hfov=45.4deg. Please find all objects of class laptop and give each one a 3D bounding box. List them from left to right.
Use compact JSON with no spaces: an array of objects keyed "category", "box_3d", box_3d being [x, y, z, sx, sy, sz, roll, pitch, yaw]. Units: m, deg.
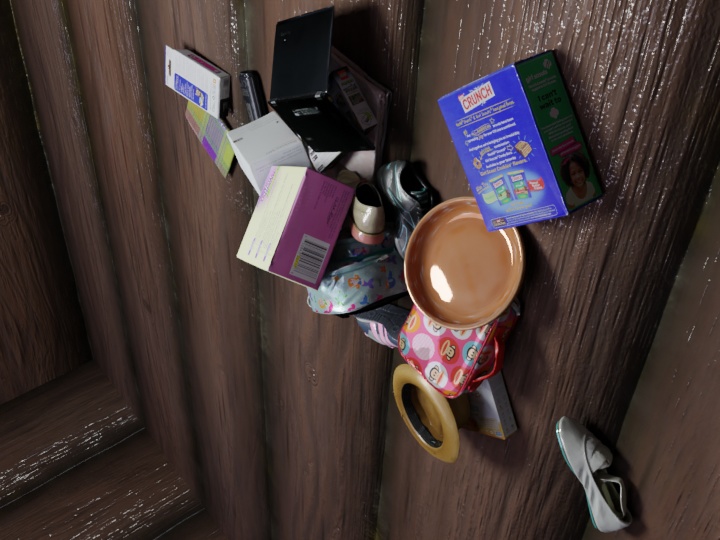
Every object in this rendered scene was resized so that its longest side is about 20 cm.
[{"category":"laptop","box_3d":[-0.060,-0.304,1.410,0.200,0.117,0.186,44,162,-30]}]

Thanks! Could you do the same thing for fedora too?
[{"category":"fedora","box_3d":[0.135,0.236,1.499,0.201,0.081,0.202,46,152,33]}]

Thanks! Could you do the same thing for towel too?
[{"category":"towel","box_3d":[-0.340,-0.327,1.964,0.201,0.023,0.144,56,149,12]},{"category":"towel","box_3d":[-0.022,-0.271,1.489,0.191,0.032,0.202,43,145,31]}]

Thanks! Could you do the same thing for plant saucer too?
[{"category":"plant saucer","box_3d":[0.160,-0.010,1.304,0.198,0.037,0.203,-5,81,31]}]

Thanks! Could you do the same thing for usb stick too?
[{"category":"usb stick","box_3d":[-0.209,-0.307,1.760,0.055,0.032,0.203,27,135,56]}]

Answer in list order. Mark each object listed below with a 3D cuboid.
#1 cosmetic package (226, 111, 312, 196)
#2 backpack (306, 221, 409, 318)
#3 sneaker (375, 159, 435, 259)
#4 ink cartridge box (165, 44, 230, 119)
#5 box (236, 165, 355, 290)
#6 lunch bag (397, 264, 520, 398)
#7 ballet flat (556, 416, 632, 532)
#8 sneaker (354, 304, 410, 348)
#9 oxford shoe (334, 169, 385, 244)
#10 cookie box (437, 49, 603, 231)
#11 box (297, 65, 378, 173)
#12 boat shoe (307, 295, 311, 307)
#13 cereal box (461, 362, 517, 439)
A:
[{"category":"cosmetic package","box_3d":[-0.172,-0.219,1.626,0.200,0.112,0.082,48,162,58]},{"category":"backpack","box_3d":[0.000,0.000,1.493,0.177,0.198,0.152,1,114,58]},{"category":"sneaker","box_3d":[0.089,-0.087,1.411,0.079,0.075,0.202,-23,93,58]},{"category":"ink cartridge box","box_3d":[-0.359,-0.416,1.880,0.199,0.037,0.096,34,131,30]},{"category":"box","box_3d":[-0.113,-0.077,1.457,0.200,0.096,0.178,17,86,66]},{"category":"lunch bag","box_3d":[0.161,0.097,1.371,0.176,0.081,0.202,42,119,32]},{"category":"ballet flat","box_3d":[0.361,0.306,1.303,0.069,0.069,0.202,-4,113,58]},{"category":"sneaker","box_3d":[0.070,0.117,1.624,0.199,0.070,0.083,27,151,51]},{"category":"oxford shoe","box_3d":[0.004,-0.126,1.444,0.201,0.069,0.076,-118,34,-50]},{"category":"cookie box","box_3d":[0.211,-0.168,1.152,0.170,0.075,0.202,-10,105,60]},{"category":"box","box_3d":[-0.049,-0.254,1.479,0.111,0.034,0.200,62,151,2]},{"category":"boat shoe","box_3d":[-0.054,0.029,1.735,0.074,0.066,0.201,54,149,15]},{"category":"cereal box","box_3d":[0.189,0.185,1.496,0.143,0.039,0.203,2,114,57]}]
